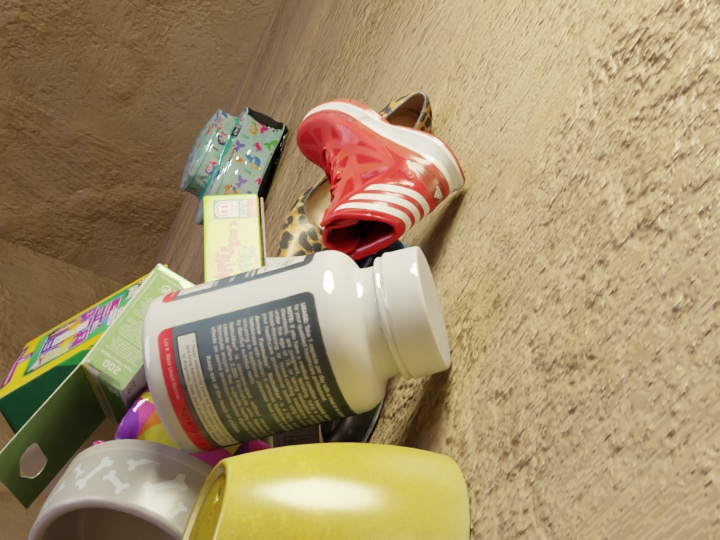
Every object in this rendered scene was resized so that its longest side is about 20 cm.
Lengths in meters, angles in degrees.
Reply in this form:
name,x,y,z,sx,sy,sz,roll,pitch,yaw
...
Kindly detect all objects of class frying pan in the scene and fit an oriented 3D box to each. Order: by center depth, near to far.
name,x,y,z,sx,sy,sz,roll,pitch,yaw
frying pan,0.001,0.074,1.016,0.115,0.031,0.191,137,148,-58

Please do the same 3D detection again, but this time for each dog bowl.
name,x,y,z,sx,sy,sz,roll,pitch,yaw
dog bowl,-0.157,0.225,0.864,0.200,0.200,0.059,-59,-5,33

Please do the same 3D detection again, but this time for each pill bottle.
name,x,y,z,sx,sy,sz,roll,pitch,yaw
pill bottle,-0.043,0.052,0.837,0.120,0.199,0.120,-15,-90,-80

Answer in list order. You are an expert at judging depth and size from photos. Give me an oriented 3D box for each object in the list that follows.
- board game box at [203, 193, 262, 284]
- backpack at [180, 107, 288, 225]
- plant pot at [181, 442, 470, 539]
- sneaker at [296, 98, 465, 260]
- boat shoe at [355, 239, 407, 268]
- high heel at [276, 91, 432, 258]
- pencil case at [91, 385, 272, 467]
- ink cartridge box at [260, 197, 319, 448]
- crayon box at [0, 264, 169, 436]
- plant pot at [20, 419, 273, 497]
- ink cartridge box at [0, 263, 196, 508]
name,x,y,z,sx,sy,sz,roll,pitch,yaw
board game box,-0.108,0.037,1.034,0.200,0.047,0.102,93,173,-52
backpack,-0.220,-0.164,1.980,0.177,0.150,0.201,148,137,-65
plant pot,-0.039,0.192,0.747,0.200,0.142,0.201,-159,90,-77
sneaker,-0.017,-0.078,0.992,0.116,0.078,0.200,-44,34,-21
boat shoe,0.000,0.000,1.007,0.084,0.069,0.200,-53,12,13
high heel,-0.007,-0.086,1.089,0.200,0.071,0.143,-47,-8,-40
pencil case,-0.105,0.167,0.907,0.089,0.200,0.088,-61,-5,-9
ink cartridge box,-0.062,0.064,1.032,0.174,0.043,0.200,-96,5,-48
crayon box,-0.251,0.076,1.136,0.172,0.058,0.200,-29,14,-1
plant pot,-0.180,0.165,1.162,0.177,0.200,0.200,-37,7,39
ink cartridge box,-0.199,0.106,0.937,0.200,0.048,0.146,-55,-11,-22
